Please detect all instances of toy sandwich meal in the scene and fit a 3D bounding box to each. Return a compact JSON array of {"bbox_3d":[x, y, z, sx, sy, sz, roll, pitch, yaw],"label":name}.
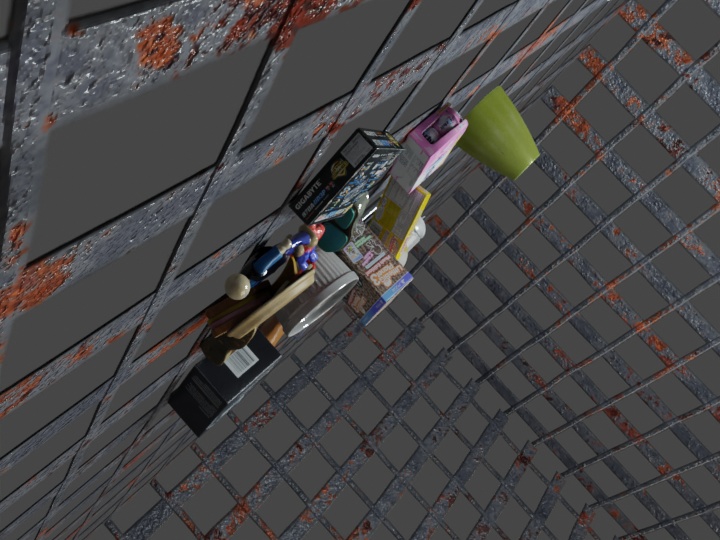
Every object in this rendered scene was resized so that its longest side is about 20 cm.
[{"bbox_3d":[-0.167,0.043,1.216,0.204,0.071,0.205,-37,-179,0],"label":"toy sandwich meal"}]

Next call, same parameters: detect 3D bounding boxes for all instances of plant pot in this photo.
[{"bbox_3d":[0.364,-0.339,1.872,0.187,0.200,0.187,-43,176,-4],"label":"plant pot"}]

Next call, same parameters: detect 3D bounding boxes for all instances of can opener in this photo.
[{"bbox_3d":[0.050,-0.145,1.735,0.200,0.053,0.067,-42,175,-28],"label":"can opener"}]

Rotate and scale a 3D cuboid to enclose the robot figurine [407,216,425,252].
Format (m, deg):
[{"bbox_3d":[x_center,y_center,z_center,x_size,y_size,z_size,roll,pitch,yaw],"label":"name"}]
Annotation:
[{"bbox_3d":[0.135,-0.118,2.368,0.200,0.113,0.170,-44,172,3],"label":"robot figurine"}]

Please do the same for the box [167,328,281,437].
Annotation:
[{"bbox_3d":[-0.313,0.251,1.660,0.196,0.118,0.200,-40,175,-46],"label":"box"}]

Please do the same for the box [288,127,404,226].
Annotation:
[{"bbox_3d":[-0.015,-0.149,1.135,0.159,0.046,0.200,-46,176,18],"label":"box"}]

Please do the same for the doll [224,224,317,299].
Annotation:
[{"bbox_3d":[-0.147,-0.014,1.146,0.136,0.049,0.200,-32,-175,41],"label":"doll"}]

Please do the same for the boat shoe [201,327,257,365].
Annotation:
[{"bbox_3d":[-0.243,0.114,1.379,0.068,0.072,0.200,-47,-176,-41],"label":"boat shoe"}]

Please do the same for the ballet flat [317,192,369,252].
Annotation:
[{"bbox_3d":[-0.030,-0.098,1.374,0.064,0.067,0.200,-49,179,-30],"label":"ballet flat"}]

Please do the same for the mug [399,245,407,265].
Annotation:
[{"bbox_3d":[0.044,-0.076,2.019,0.147,0.190,0.153,-11,173,14],"label":"mug"}]

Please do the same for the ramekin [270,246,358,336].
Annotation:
[{"bbox_3d":[-0.111,0.040,1.550,0.199,0.106,0.200,-39,173,-6],"label":"ramekin"}]

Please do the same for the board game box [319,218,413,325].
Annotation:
[{"bbox_3d":[0.000,0.000,1.651,0.097,0.200,0.160,-39,173,-28],"label":"board game box"}]

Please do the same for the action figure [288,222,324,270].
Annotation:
[{"bbox_3d":[-0.101,-0.043,1.332,0.066,0.051,0.201,-48,173,-25],"label":"action figure"}]

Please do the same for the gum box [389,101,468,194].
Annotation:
[{"bbox_3d":[0.138,-0.250,1.474,0.113,0.066,0.200,-42,175,-18],"label":"gum box"}]

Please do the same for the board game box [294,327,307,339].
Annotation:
[{"bbox_3d":[-0.132,0.084,1.980,0.201,0.061,0.200,-52,-176,7],"label":"board game box"}]

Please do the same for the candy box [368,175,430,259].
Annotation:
[{"bbox_3d":[0.077,-0.116,1.623,0.026,0.102,0.202,-22,145,-51],"label":"candy box"}]

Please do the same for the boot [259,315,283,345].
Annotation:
[{"bbox_3d":[-0.213,0.135,1.815,0.155,0.073,0.201,-47,-173,43],"label":"boot"}]
